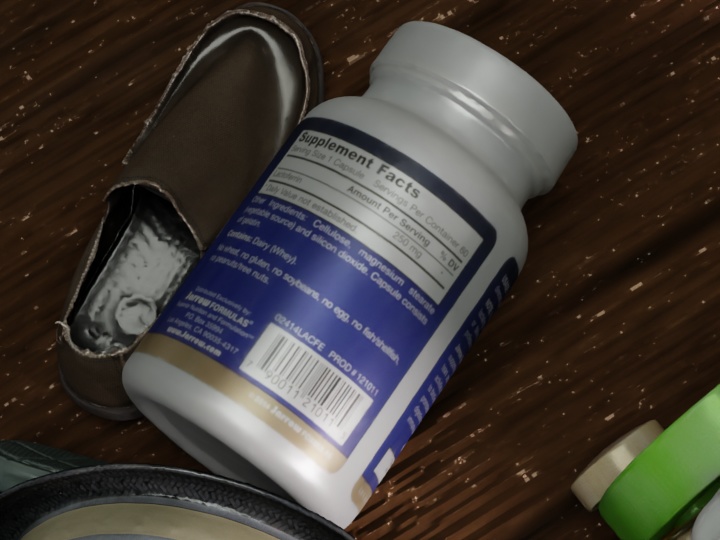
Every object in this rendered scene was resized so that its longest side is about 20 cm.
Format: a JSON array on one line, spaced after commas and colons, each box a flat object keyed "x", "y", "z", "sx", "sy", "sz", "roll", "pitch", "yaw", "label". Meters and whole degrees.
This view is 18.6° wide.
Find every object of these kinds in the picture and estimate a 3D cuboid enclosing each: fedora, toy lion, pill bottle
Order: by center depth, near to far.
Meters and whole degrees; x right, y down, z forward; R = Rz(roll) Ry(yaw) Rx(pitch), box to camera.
[{"x": -0.074, "y": 0.166, "z": 0.855, "sx": 0.200, "sy": 0.201, "sz": 0.092, "roll": 9, "pitch": 40, "yaw": 5, "label": "fedora"}, {"x": 0.180, "y": 0.037, "z": 0.869, "sx": 0.200, "sy": 0.192, "sz": 0.069, "roll": -38, "pitch": 76, "yaw": -5, "label": "toy lion"}, {"x": 0.000, "y": 0.000, "z": 0.926, "sx": 0.116, "sy": 0.116, "sz": 0.200, "roll": 33, "pitch": 76, "yaw": 10, "label": "pill bottle"}]

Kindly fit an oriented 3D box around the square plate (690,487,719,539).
[{"x": 0.201, "y": 0.072, "z": 0.860, "sx": 0.200, "sy": 0.198, "sz": 0.028, "roll": -37, "pitch": 68, "yaw": -6, "label": "square plate"}]

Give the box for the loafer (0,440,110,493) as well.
[{"x": -0.075, "y": 0.128, "z": 0.936, "sx": 0.199, "sy": 0.072, "sz": 0.063, "roll": 17, "pitch": 96, "yaw": 14, "label": "loafer"}]

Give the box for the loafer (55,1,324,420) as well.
[{"x": -0.072, "y": -0.030, "z": 0.963, "sx": 0.073, "sy": 0.071, "sz": 0.200, "roll": 21, "pitch": 79, "yaw": 8, "label": "loafer"}]
